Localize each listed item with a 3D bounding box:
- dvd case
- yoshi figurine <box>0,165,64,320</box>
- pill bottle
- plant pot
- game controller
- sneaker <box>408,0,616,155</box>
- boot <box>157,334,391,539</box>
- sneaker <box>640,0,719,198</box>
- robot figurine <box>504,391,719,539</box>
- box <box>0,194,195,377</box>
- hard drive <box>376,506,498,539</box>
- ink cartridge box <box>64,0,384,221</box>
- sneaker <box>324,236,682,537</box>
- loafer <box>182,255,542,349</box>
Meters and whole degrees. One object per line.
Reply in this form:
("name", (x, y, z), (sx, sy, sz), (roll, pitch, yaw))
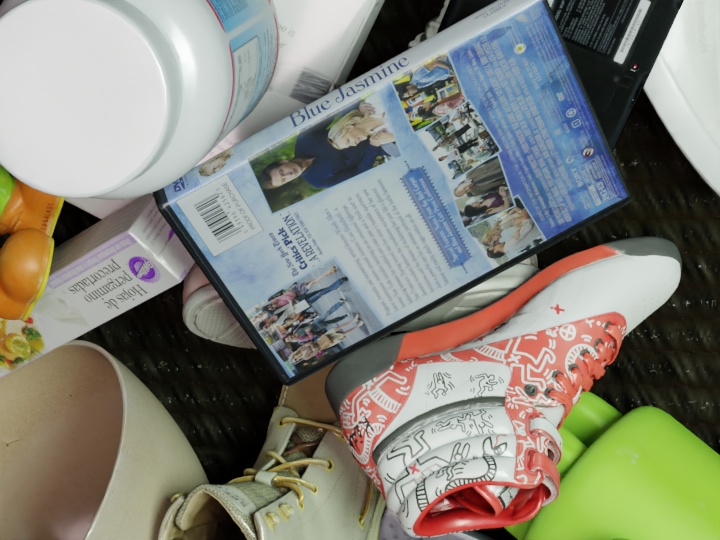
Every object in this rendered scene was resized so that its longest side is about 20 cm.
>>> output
("dvd case", (0.020, -0.035, 0.873), (0.200, 0.018, 0.143), (-29, 133, 3))
("yoshi figurine", (-0.241, -0.053, 0.884), (0.200, 0.112, 0.112), (16, 91, -13))
("pill bottle", (-0.104, -0.093, 0.822), (0.108, 0.200, 0.109), (2, 104, 7))
("plant pot", (-0.151, 0.158, 0.998), (0.200, 0.200, 0.134), (-41, 125, 14))
("game controller", (0.100, -0.131, 0.888), (0.104, 0.042, 0.200), (18, 117, -8))
("sneaker", (0.052, -0.133, 0.944), (0.115, 0.076, 0.201), (-16, 104, 9))
("boot", (-0.040, 0.108, 0.959), (0.072, 0.155, 0.201), (6, 87, 25))
("sneaker", (0.170, -0.132, 0.927), (0.085, 0.073, 0.200), (-26, 105, 11))
("robot figurine", (0.164, 0.152, 0.964), (0.200, 0.175, 0.116), (40, 124, 20))
("box", (-0.156, 0.012, 0.972), (0.039, 0.041, 0.200), (46, 136, -18))
("hard drive", (0.082, 0.222, 1.045), (0.200, 0.042, 0.135), (25, 106, 2))
("ink cartridge box", (-0.080, -0.116, 0.960), (0.146, 0.083, 0.200), (27, 106, 0))
("sneaker", (0.092, 0.064, 0.928), (0.201, 0.067, 0.108), (-22, 57, -10))
("loafer", (0.000, 0.000, 0.960), (0.199, 0.063, 0.072), (-1, 149, -20))
